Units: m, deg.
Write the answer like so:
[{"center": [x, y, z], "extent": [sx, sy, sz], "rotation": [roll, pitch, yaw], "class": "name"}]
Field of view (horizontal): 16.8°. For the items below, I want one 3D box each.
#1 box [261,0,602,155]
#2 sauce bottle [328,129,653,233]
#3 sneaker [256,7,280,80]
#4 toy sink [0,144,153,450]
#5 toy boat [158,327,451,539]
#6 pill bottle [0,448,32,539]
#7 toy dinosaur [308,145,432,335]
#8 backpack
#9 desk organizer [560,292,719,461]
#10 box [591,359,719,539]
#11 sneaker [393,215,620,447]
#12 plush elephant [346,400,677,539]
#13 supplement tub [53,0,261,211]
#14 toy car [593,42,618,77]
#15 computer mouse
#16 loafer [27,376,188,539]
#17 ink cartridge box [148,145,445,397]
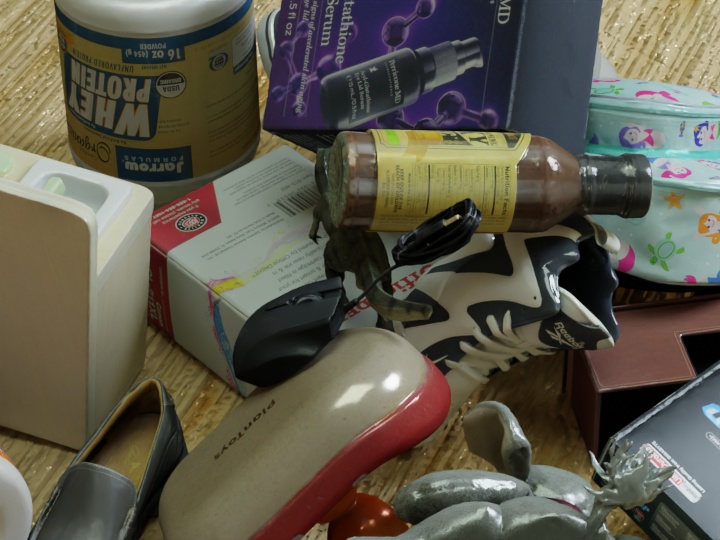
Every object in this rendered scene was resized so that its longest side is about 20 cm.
[{"center": [0.050, -0.150, 1.620], "extent": [0.199, 0.149, 0.104], "rotation": [1, -12, 34], "class": "box"}, {"center": [0.081, -0.054, 1.512], "extent": [0.199, 0.065, 0.065], "rotation": [1, 36, -13], "class": "sauce bottle"}, {"center": [0.005, -0.112, 1.750], "extent": [0.078, 0.079, 0.200], "rotation": [-30, 89, -52], "class": "sneaker"}, {"center": [-0.213, -0.004, 1.595], "extent": [0.130, 0.201, 0.112], "rotation": [15, 40, 12], "class": "toy sink"}, {"center": [-0.020, 0.134, 1.490], "extent": [0.200, 0.131, 0.131], "rotation": [-44, 19, 4], "class": "toy boat"}, {"center": [-0.291, 0.113, 1.523], "extent": [0.109, 0.110, 0.200], "rotation": [-20, 37, -23], "class": "pill bottle"}, {"center": [0.000, 0.000, 1.549], "extent": [0.047, 0.088, 0.200], "rotation": [-10, 39, -16], "class": "toy dinosaur"}, {"center": [0.193, -0.054, 1.671], "extent": [0.199, 0.151, 0.177], "rotation": [19, 15, 34], "class": "backpack"}, {"center": [0.238, 0.066, 1.609], "extent": [0.199, 0.072, 0.077], "rotation": [-7, 40, -8], "class": "desk organizer"}, {"center": [0.264, 0.145, 1.478], "extent": [0.159, 0.046, 0.200], "rotation": [-30, 64, -33], "class": "box"}, {"center": [0.098, 0.041, 1.560], "extent": [0.129, 0.079, 0.200], "rotation": [31, 87, 46], "class": "sneaker"}, {"center": [0.094, 0.168, 1.428], "extent": [0.200, 0.155, 0.165], "rotation": [-42, 90, -1], "class": "plush elephant"}, {"center": [-0.146, -0.141, 1.781], "extent": [0.144, 0.201, 0.145], "rotation": [-1, 37, 1], "class": "supplement tub"}, {"center": [0.106, -0.180, 1.830], "extent": [0.174, 0.200, 0.151], "rotation": [9, 81, 18], "class": "toy car"}, {"center": [-0.008, 0.009, 1.467], "extent": [0.200, 0.034, 0.059], "rotation": [-36, 20, 27], "class": "computer mouse"}, {"center": [-0.167, 0.146, 1.511], "extent": [0.072, 0.073, 0.200], "rotation": [10, 39, 13], "class": "loafer"}, {"center": [-0.042, 0.016, 1.668], "extent": [0.145, 0.083, 0.200], "rotation": [-28, 46, -31], "class": "ink cartridge box"}]
